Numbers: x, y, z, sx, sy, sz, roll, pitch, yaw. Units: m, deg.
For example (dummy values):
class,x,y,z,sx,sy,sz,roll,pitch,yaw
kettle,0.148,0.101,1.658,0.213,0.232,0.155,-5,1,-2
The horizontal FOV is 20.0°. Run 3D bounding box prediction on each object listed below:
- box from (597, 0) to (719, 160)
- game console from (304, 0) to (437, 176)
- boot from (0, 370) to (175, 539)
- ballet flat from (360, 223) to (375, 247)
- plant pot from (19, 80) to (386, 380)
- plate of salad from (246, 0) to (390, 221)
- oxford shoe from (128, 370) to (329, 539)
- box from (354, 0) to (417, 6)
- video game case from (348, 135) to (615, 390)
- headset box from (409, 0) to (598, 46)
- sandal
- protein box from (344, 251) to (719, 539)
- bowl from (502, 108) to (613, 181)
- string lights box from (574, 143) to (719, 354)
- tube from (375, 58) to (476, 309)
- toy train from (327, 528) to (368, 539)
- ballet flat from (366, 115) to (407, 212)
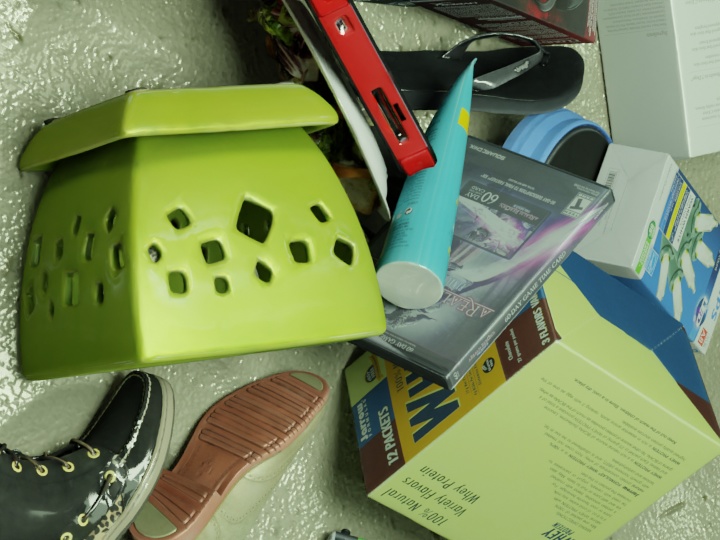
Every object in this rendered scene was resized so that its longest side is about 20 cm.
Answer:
class,x,y,z,sx,sy,sz,roll,pitch,yaw
box,0.281,-0.202,1.752,0.123,0.097,0.202,-12,98,-35
game console,-0.012,-0.175,1.452,0.031,0.177,0.201,-27,128,4
boot,-0.226,0.136,1.413,0.150,0.073,0.201,35,77,-31
ballet flat,0.000,0.000,1.572,0.200,0.068,0.068,37,72,-31
plant pot,-0.121,-0.027,1.412,0.198,0.198,0.184,-7,88,-34
plate of salad,-0.033,-0.121,1.483,0.048,0.200,0.201,-27,109,-2
oxford shoe,-0.094,0.153,1.521,0.200,0.070,0.074,-41,139,-28
box,-0.022,-0.292,1.563,0.198,0.043,0.162,0,91,-36
video game case,0.073,-0.010,1.496,0.200,0.142,0.019,-46,137,-23
headset box,0.125,-0.267,1.621,0.199,0.077,0.151,12,82,-54
sandal,0.096,-0.159,1.613,0.198,0.076,0.043,-6,130,-26
protein box,0.131,0.105,1.567,0.198,0.200,0.136,31,31,-33
bowl,0.158,-0.030,1.657,0.200,0.039,0.203,-25,120,-53
string lights box,0.250,-0.015,1.715,0.200,0.059,0.104,40,66,-55
tube,0.052,-0.064,1.502,0.050,0.077,0.201,26,50,-14
toy train,0.056,0.249,1.590,0.198,0.042,0.057,17,65,-7
ballet flat,0.059,-0.070,1.628,0.199,0.066,0.057,34,43,-38
